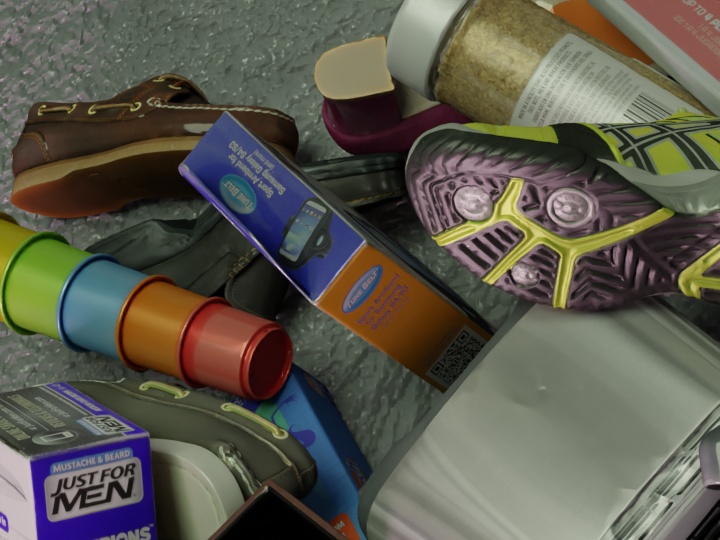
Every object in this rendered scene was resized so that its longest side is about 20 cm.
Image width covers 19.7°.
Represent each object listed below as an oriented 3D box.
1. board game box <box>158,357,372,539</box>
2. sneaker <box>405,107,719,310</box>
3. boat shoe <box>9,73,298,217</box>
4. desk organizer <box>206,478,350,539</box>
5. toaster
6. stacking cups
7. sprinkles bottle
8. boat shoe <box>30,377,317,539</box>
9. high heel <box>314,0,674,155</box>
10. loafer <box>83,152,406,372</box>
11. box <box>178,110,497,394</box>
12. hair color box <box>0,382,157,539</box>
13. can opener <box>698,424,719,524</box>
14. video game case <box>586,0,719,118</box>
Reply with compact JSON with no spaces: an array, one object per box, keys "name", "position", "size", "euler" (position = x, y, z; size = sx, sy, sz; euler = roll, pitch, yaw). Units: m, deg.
[{"name":"board game box","position":[-0.044,0.163,0.997],"size":[0.152,0.045,0.200],"euler":[-40,50,9]},{"name":"sneaker","position":[0.117,-0.030,0.872],"size":[0.199,0.076,0.077],"euler":[10,39,-2]},{"name":"boat shoe","position":[-0.118,-0.077,1.161],"size":[0.199,0.070,0.071],"euler":[-4,68,33]},{"name":"desk organizer","position":[-0.074,0.192,0.887],"size":[0.200,0.077,0.072],"euler":[-44,47,-15]},{"name":"toaster","position":[0.106,0.088,0.893],"size":[0.200,0.114,0.129],"euler":[-48,53,-6]},{"name":"stacking cups","position":[-0.121,0.021,1.063],"size":[0.199,0.061,0.061],"euler":[17,75,30]},{"name":"sprinkles bottle","position":[0.108,-0.072,0.962],"size":[0.200,0.068,0.068],"euler":[34,86,19]},{"name":"boat shoe","position":[-0.097,0.089,1.005],"size":[0.060,0.072,0.201],"euler":[-24,22,-31]},{"name":"high heel","position":[0.077,-0.094,1.064],"size":[0.199,0.096,0.068],"euler":[-12,72,7]},{"name":"loafer","position":[-0.055,-0.007,1.090],"size":[0.199,0.073,0.073],"euler":[-22,82,32]},{"name":"box","position":[0.000,0.000,0.953],"size":[0.042,0.200,0.119],"euler":[-49,50,2]},{"name":"hair color box","position":[-0.137,0.163,0.964],"size":[0.109,0.065,0.201],"euler":[19,117,59]},{"name":"can opener","position":[0.232,0.071,0.798],"size":[0.199,0.053,0.067],"euler":[-10,75,0]},{"name":"video game case","position":[0.218,-0.149,0.960],"size":[0.200,0.017,0.143],"euler":[-31,48,-11]}]
